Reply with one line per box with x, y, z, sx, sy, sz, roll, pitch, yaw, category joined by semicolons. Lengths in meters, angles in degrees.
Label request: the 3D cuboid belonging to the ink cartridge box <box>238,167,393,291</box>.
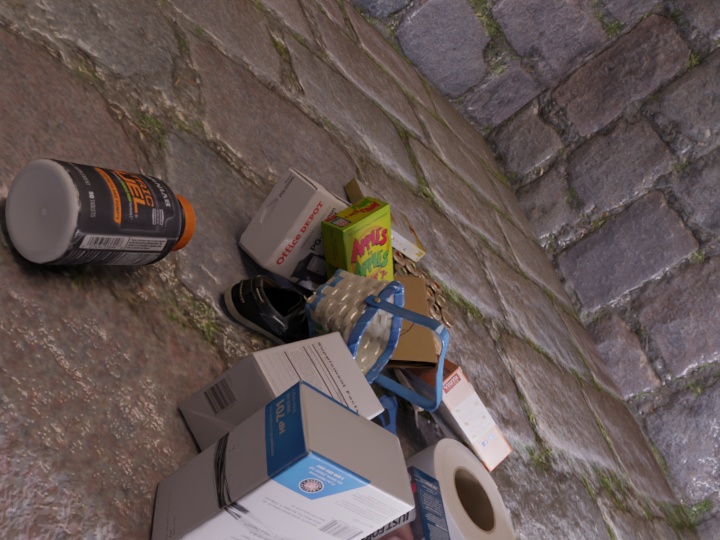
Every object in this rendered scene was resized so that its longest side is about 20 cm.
-0.066;-0.049;1.098;0.200;0.145;0.084;28;10;-48;ink cartridge box

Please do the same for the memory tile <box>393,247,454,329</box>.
0.136;0.040;1.566;0.200;0.017;0.154;36;29;-39;memory tile

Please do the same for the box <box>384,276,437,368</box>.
0.036;0.079;1.159;0.163;0.021;0.200;3;40;-4;box

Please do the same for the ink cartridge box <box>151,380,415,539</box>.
-0.074;0.212;0.660;0.146;0.200;0.086;38;26;-35;ink cartridge box

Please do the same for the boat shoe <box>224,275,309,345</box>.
-0.102;0.063;0.995;0.200;0.068;0.072;35;30;-48;boat shoe

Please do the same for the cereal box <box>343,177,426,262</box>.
0.056;-0.113;1.580;0.200;0.040;0.144;32;25;-44;cereal box

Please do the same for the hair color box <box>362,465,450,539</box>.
0.058;0.353;0.854;0.060;0.100;0.200;38;27;-33;hair color box

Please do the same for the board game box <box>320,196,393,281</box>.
0.000;0.000;1.071;0.048;0.200;0.102;25;43;37;board game box

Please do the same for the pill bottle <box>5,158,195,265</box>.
-0.273;-0.059;0.775;0.106;0.106;0.200;60;22;13;pill bottle

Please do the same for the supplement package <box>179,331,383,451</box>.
-0.084;0.160;0.817;0.120;0.121;0.200;59;22;12;supplement package

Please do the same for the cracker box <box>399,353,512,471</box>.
0.154;0.224;1.163;0.200;0.058;0.134;56;-13;-25;cracker box

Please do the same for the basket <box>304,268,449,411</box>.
0.026;0.102;0.966;0.200;0.177;0.139;19;47;21;basket

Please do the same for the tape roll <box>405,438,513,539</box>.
0.147;0.360;1.062;0.202;0.071;0.203;43;25;-25;tape roll

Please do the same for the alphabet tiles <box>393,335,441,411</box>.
0.109;0.164;1.283;0.196;0.015;0.200;63;28;-16;alphabet tiles

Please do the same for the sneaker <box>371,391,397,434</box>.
0.020;0.239;0.965;0.078;0.066;0.200;36;26;7;sneaker

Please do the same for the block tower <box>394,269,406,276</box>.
0.047;0.054;1.319;0.054;0.058;0.200;53;20;-2;block tower
